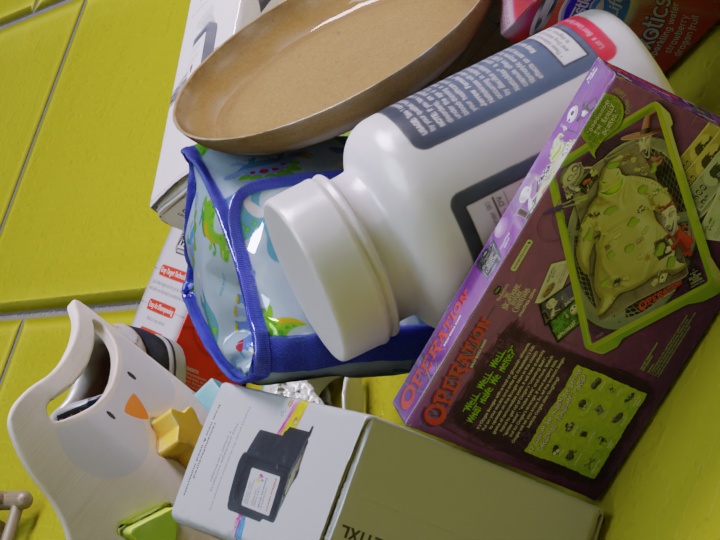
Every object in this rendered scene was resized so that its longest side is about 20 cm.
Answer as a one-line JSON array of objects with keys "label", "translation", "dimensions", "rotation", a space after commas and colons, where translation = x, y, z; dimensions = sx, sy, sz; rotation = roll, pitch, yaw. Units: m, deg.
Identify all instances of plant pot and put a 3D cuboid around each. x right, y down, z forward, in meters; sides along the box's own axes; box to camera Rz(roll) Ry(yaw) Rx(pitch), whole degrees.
[{"label": "plant pot", "translation": [-0.011, -0.120, 1.475], "dimensions": [0.200, 0.028, 0.200], "rotation": [-24, 25, 12]}]

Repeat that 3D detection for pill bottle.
[{"label": "pill bottle", "translation": [0.059, -0.039, 1.333], "dimensions": [0.200, 0.120, 0.120], "rotation": [-26, 21, -11]}]

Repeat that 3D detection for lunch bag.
[{"label": "lunch bag", "translation": [0.000, 0.000, 1.450], "dimensions": [0.200, 0.170, 0.128], "rotation": [-121, 28, -60]}]

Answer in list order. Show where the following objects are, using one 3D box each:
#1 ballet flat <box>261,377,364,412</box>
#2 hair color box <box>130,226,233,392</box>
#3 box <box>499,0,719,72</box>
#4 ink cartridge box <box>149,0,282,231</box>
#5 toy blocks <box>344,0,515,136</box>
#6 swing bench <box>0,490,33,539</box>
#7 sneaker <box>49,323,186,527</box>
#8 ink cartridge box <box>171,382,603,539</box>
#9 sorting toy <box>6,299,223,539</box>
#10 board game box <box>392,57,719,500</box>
[{"label": "ballet flat", "translation": [-0.030, 0.066, 1.639], "dimensions": [0.072, 0.072, 0.200], "rotation": [-54, 28, 27]}, {"label": "hair color box", "translation": [-0.124, 0.068, 1.825], "dimensions": [0.101, 0.061, 0.200], "rotation": [18, 86, 67]}, {"label": "box", "translation": [0.140, -0.207, 1.467], "dimensions": [0.100, 0.095, 0.200], "rotation": [-45, 31, 39]}, {"label": "ink cartridge box", "translation": [-0.042, -0.106, 1.703], "dimensions": [0.085, 0.145, 0.200], "rotation": [-34, 39, 50]}, {"label": "toy blocks", "translation": [0.060, -0.147, 1.612], "dimensions": [0.200, 0.100, 0.137], "rotation": [-50, 16, 32]}, {"label": "swing bench", "translation": [-0.369, 0.261, 2.095], "dimensions": [0.200, 0.130, 0.199], "rotation": [-26, 46, 65]}, {"label": "sneaker", "translation": [-0.161, 0.129, 1.714], "dimensions": [0.078, 0.079, 0.200], "rotation": [-22, 59, 36]}, {"label": "ink cartridge box", "translation": [0.011, 0.126, 1.366], "dimensions": [0.200, 0.146, 0.083], "rotation": [5, 73, 66]}, {"label": "sorting toy", "translation": [-0.133, 0.112, 1.601], "dimensions": [0.107, 0.180, 0.200], "rotation": [-29, 23, 33]}, {"label": "board game box", "translation": [0.115, 0.008, 1.285], "dimensions": [0.200, 0.120, 0.032], "rotation": [-59, 31, 15]}]
